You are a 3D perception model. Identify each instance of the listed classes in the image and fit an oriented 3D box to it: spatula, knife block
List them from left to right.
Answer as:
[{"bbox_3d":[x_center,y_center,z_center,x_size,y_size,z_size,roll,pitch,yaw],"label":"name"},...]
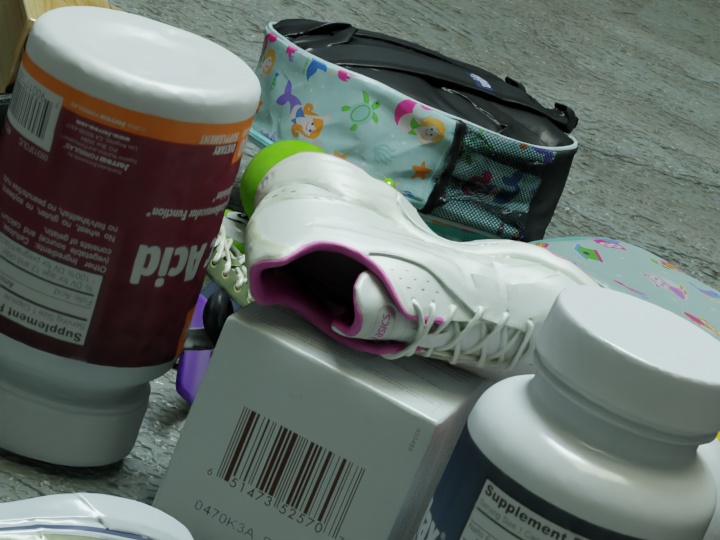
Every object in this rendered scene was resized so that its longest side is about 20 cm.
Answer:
[{"bbox_3d":[-0.213,-0.143,1.817,0.200,0.064,0.175,32,19,25],"label":"knife block"},{"bbox_3d":[-0.076,0.031,1.360,0.020,0.057,0.200,11,-10,-7],"label":"spatula"}]

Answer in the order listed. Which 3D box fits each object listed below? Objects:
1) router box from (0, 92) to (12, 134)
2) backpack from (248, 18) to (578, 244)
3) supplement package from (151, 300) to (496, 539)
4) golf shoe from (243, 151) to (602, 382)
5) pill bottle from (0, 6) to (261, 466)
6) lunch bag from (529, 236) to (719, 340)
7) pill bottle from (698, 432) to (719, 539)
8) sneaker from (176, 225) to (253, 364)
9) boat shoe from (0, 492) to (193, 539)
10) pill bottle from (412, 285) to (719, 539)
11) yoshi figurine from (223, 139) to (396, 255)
[{"bbox_3d":[-0.256,-0.069,1.482,0.149,0.051,0.200,3,7,27],"label":"router box"},{"bbox_3d":[0.015,-0.082,1.776,0.200,0.151,0.178,22,9,-30],"label":"backpack"},{"bbox_3d":[-0.003,0.074,1.358,0.117,0.118,0.200,26,19,12],"label":"supplement package"},{"bbox_3d":[0.034,0.020,1.280,0.199,0.075,0.092,23,34,1],"label":"golf shoe"},{"bbox_3d":[-0.128,-0.015,1.314,0.114,0.201,0.114,16,19,-6],"label":"pill bottle"},{"bbox_3d":[0.196,0.052,1.740,0.200,0.077,0.160,33,19,27],"label":"lunch bag"},{"bbox_3d":[0.165,0.114,1.458,0.114,0.115,0.200,33,20,28],"label":"pill bottle"},{"bbox_3d":[-0.093,0.000,1.506,0.200,0.090,0.067,18,17,-16],"label":"sneaker"},{"bbox_3d":[-0.150,0.133,1.115,0.200,0.072,0.062,5,49,-36],"label":"boat shoe"},{"bbox_3d":[0.091,0.114,1.220,0.119,0.200,0.120,21,17,-7],"label":"pill bottle"},{"bbox_3d":[0.002,-0.012,1.566,0.199,0.112,0.112,21,-21,15],"label":"yoshi figurine"}]
